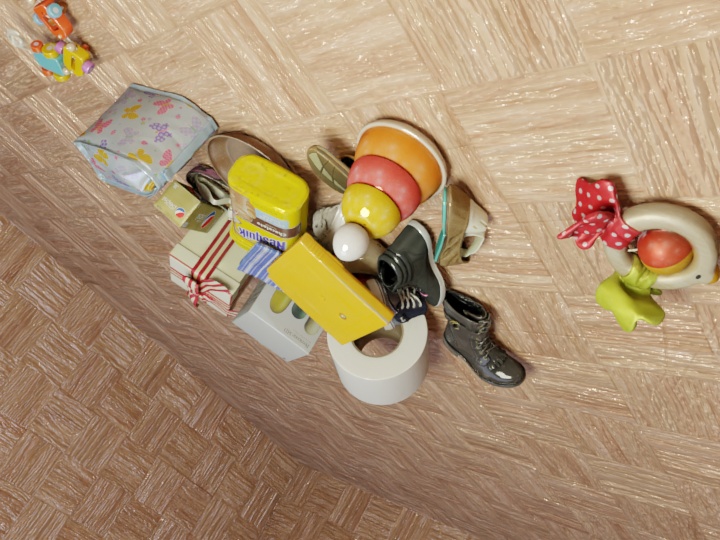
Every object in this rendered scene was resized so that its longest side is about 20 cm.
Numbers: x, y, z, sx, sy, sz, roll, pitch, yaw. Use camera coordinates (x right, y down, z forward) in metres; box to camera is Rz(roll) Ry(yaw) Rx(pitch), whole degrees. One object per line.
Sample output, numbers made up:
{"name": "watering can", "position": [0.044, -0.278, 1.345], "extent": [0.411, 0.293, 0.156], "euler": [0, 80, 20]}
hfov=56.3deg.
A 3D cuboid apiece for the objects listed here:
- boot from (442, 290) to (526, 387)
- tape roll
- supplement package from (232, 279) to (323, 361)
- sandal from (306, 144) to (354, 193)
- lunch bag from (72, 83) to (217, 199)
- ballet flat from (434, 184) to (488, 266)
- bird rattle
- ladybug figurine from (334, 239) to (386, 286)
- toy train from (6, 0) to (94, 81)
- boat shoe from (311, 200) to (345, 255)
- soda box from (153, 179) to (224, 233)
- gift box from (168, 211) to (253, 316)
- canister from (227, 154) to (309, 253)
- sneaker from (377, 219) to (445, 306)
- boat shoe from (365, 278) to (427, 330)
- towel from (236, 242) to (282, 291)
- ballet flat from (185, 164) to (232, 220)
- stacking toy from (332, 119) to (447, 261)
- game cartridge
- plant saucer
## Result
{"name": "boot", "position": [0.223, 0.126, 1.246], "extent": [0.199, 0.069, 0.175], "euler": [31, 157, 21]}
{"name": "tape roll", "position": [0.039, 0.153, 1.361], "extent": [0.201, 0.204, 0.140], "euler": [23, 154, 20]}
{"name": "supplement package", "position": [-0.139, 0.059, 1.406], "extent": [0.151, 0.201, 0.150], "euler": [37, 156, -12]}
{"name": "sandal", "position": [0.000, -0.145, 1.053], "extent": [0.199, 0.055, 0.080], "euler": [28, 165, -27]}
{"name": "lunch bag", "position": [-0.374, -0.224, 1.203], "extent": [0.198, 0.171, 0.128], "euler": [17, 150, 29]}
{"name": "ballet flat", "position": [0.152, -0.062, 1.010], "extent": [0.071, 0.069, 0.201], "euler": [7, 151, 6]}
{"name": "bird rattle", "position": [0.346, -0.034, 0.823], "extent": [0.162, 0.113, 0.201], "euler": [-8, 122, 39]}
{"name": "ladybug figurine", "position": [0.000, 0.000, 1.259], "extent": [0.134, 0.073, 0.200], "euler": [7, 154, -9]}
{"name": "toy train", "position": [-0.543, -0.416, 1.200], "extent": [0.198, 0.056, 0.151], "euler": [0, 139, 45]}
{"name": "boat shoe", "position": [-0.056, -0.080, 1.204], "extent": [0.069, 0.071, 0.200], "euler": [31, 157, -1]}
{"name": "soda box", "position": [-0.336, -0.123, 1.338], "extent": [0.068, 0.064, 0.200], "euler": [40, 180, 1]}
{"name": "gift box", "position": [-0.309, -0.010, 1.501], "extent": [0.199, 0.188, 0.185], "euler": [32, 156, 4]}
{"name": "canister", "position": [-0.162, -0.101, 1.192], "extent": [0.147, 0.087, 0.201], "euler": [27, 154, 7]}
{"name": "sneaker", "position": [0.083, 0.013, 1.156], "extent": [0.071, 0.099, 0.201], "euler": [37, 159, 40]}
{"name": "boat shoe", "position": [0.069, 0.049, 1.215], "extent": [0.200, 0.092, 0.076], "euler": [61, -171, -73]}
{"name": "towel", "position": [-0.126, 0.019, 1.255], "extent": [0.198, 0.024, 0.145], "euler": [29, 154, -15]}
{"name": "ballet flat", "position": [-0.262, -0.141, 1.333], "extent": [0.199, 0.071, 0.070], "euler": [32, 123, 6]}
{"name": "stacking toy", "position": [0.019, -0.094, 0.933], "extent": [0.145, 0.201, 0.147], "euler": [27, 156, 13]}
{"name": "game cartridge", "position": [-0.058, 0.037, 1.150], "extent": [0.200, 0.033, 0.176], "euler": [45, 148, -9]}
{"name": "plant saucer", "position": [-0.188, -0.180, 1.223], "extent": [0.199, 0.037, 0.201], "euler": [27, 156, 13]}
